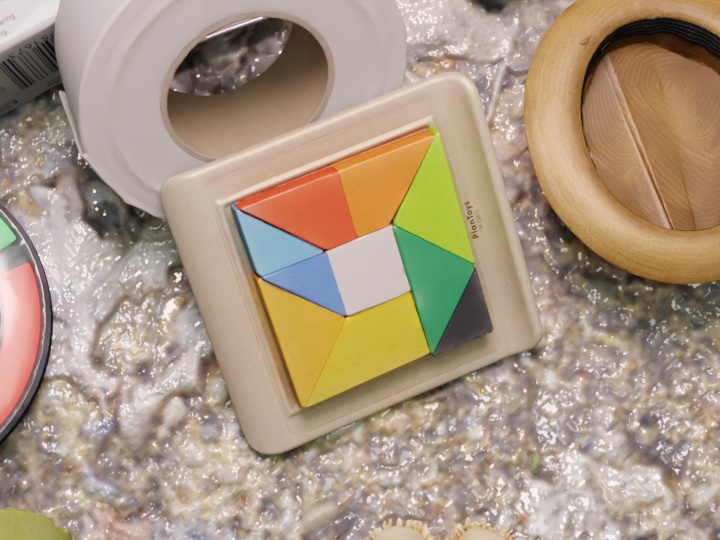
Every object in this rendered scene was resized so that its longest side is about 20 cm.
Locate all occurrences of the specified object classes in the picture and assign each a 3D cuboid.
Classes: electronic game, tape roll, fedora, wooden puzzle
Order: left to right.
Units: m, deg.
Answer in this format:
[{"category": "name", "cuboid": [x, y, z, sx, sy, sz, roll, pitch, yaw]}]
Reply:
[{"category": "electronic game", "cuboid": [-0.286, 0.033, 0.931, 0.197, 0.042, 0.203, 1, 78, -4]}, {"category": "tape roll", "cuboid": [-0.076, -0.124, 0.896, 0.200, 0.204, 0.071, -21, 48, -8]}, {"category": "wooden puzzle", "cuboid": [0.000, 0.000, 0.921, 0.198, 0.037, 0.187, -20, 110, -6]}, {"category": "fedora", "cuboid": [0.189, -0.082, 0.968, 0.197, 0.082, 0.204, 1, 73, -3]}]

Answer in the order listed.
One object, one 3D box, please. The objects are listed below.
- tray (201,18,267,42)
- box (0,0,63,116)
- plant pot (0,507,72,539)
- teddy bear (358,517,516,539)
[{"category": "tray", "cuboid": [-0.129, -0.240, 1.007, 0.106, 0.022, 0.202, -20, 81, -7]}, {"category": "box", "cuboid": [-0.256, -0.200, 0.938, 0.182, 0.105, 0.202, -29, 82, -2]}, {"category": "plant pot", "cuboid": [-0.220, 0.236, 0.837, 0.197, 0.201, 0.193, -3, 66, -5]}, {"category": "teddy bear", "cuboid": [0.047, 0.245, 0.908, 0.143, 0.067, 0.203, -12, 73, -16]}]
